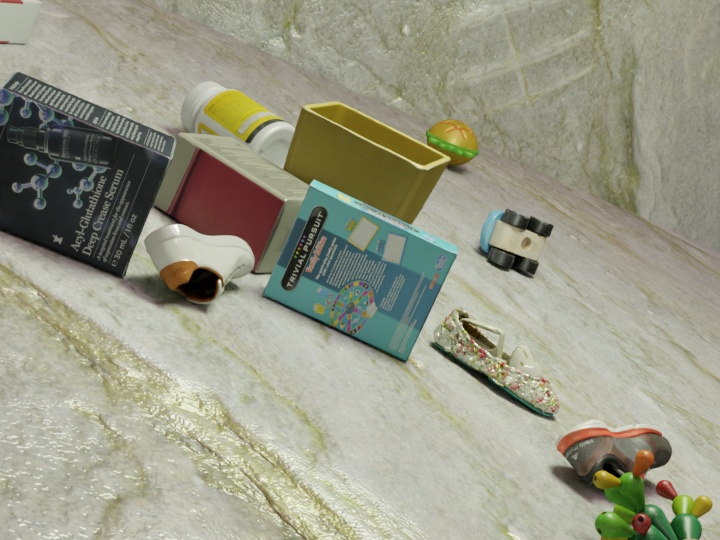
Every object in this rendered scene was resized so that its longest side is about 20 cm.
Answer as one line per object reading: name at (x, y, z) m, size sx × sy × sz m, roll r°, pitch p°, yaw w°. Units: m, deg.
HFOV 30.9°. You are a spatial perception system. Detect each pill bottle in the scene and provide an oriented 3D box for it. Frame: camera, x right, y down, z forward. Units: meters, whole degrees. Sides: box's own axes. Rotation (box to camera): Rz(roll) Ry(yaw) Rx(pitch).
pill bottle at (-0.201, -0.228, 2.142) m, size 0.200 × 0.115 × 0.114 m, roll 36°, pitch 18°, yaw 34°

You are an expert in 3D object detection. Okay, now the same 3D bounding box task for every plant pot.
plant pot at (-0.012, -0.106, 1.860) m, size 0.194 × 0.201 × 0.194 m, roll 27°, pitch 15°, yaw 9°

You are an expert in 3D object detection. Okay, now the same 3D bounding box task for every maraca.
maraca at (0.218, -0.302, 3.105) m, size 0.136 × 0.108 × 0.200 m, roll 18°, pitch 15°, yaw 1°

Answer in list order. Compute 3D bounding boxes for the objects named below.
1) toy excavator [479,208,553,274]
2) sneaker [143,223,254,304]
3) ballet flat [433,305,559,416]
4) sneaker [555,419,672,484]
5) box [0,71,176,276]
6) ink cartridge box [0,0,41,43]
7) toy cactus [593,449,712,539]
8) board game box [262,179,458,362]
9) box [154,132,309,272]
toy excavator at (0.276, -0.068, 2.441) m, size 0.193 × 0.101 × 0.200 m, roll 15°, pitch 9°, yaw -38°
sneaker at (-0.178, 0.006, 1.506) m, size 0.200 × 0.072 × 0.085 m, roll 12°, pitch 52°, yaw -64°
ballet flat at (0.180, 0.113, 1.687) m, size 0.199 × 0.064 × 0.075 m, roll 32°, pitch 15°, yaw 23°
sneaker at (0.304, 0.230, 1.521) m, size 0.199 × 0.077 × 0.082 m, roll 10°, pitch 47°, yaw -42°
box at (-0.325, -0.109, 1.453) m, size 0.199 × 0.149 × 0.107 m, roll 22°, pitch 14°, yaw -11°
ink cartridge box at (-0.682, -0.475, 2.265) m, size 0.199 × 0.083 × 0.147 m, roll 28°, pitch 16°, yaw 10°
toy cactus at (0.326, 0.270, 1.358) m, size 0.165 × 0.103 × 0.199 m, roll 46°, pitch 15°, yaw 30°
board game box at (0.000, 0.000, 1.606) m, size 0.199 × 0.152 × 0.047 m, roll 25°, pitch 14°, yaw -1°
box at (-0.158, -0.091, 1.747) m, size 0.199 × 0.110 × 0.128 m, roll 32°, pitch 17°, yaw 26°
